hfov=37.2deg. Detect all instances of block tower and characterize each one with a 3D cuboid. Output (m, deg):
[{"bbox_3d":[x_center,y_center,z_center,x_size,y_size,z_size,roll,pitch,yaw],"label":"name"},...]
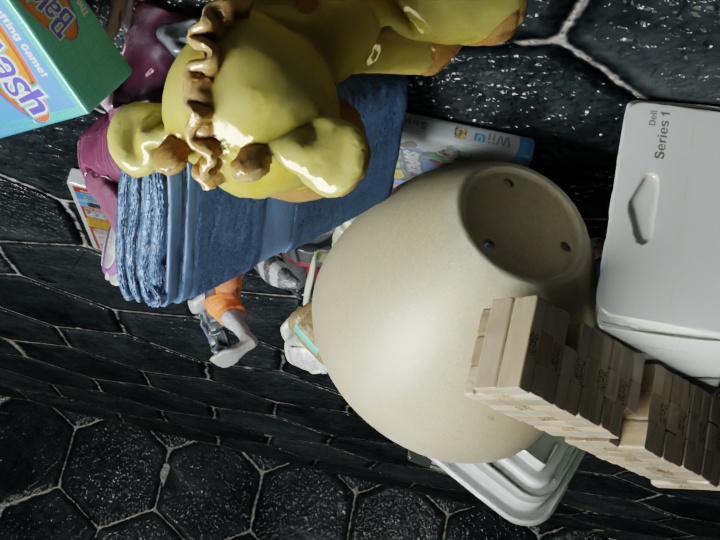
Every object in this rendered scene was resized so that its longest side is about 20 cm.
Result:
[{"bbox_3d":[0.146,0.077,0.638,0.198,0.059,0.054,29,158,-33],"label":"block tower"}]

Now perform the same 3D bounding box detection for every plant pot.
[{"bbox_3d":[0.079,0.006,0.710,0.197,0.203,0.135,16,143,-11],"label":"plant pot"}]

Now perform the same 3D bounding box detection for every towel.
[{"bbox_3d":[-0.055,-0.060,0.623,0.048,0.199,0.113,36,133,28],"label":"towel"}]

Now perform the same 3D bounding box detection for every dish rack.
[{"bbox_3d":[0.112,0.066,0.795,0.171,0.200,0.044,37,142,6],"label":"dish rack"}]

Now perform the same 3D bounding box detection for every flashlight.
[{"bbox_3d":[-0.040,-0.018,0.960,0.067,0.068,0.200,36,169,9],"label":"flashlight"}]

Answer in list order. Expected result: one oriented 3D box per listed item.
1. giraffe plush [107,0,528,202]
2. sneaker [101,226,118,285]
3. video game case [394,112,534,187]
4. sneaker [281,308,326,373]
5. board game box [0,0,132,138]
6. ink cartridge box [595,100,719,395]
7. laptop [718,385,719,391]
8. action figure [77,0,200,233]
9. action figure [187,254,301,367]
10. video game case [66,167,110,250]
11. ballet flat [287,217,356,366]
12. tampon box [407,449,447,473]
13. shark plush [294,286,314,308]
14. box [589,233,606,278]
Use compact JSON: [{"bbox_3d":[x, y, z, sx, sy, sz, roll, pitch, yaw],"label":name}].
[{"bbox_3d":[-0.029,-0.104,0.505,0.198,0.165,0.171,25,159,-35],"label":"giraffe plush"},{"bbox_3d":[-0.185,-0.017,0.981,0.098,0.076,0.200,13,178,-15],"label":"sneaker"},{"bbox_3d":[0.019,-0.081,0.790,0.196,0.018,0.143,12,162,2],"label":"video game case"},{"bbox_3d":[-0.014,0.080,1.039,0.200,0.099,0.076,35,151,60],"label":"sneaker"},{"bbox_3d":[-0.242,-0.149,0.617,0.198,0.045,0.153,-5,127,43],"label":"board game box"},{"bbox_3d":[0.203,0.002,0.700,0.083,0.149,0.200,8,162,15],"label":"ink cartridge box"},{"bbox_3d":[0.370,0.078,0.889,0.197,0.105,0.177,19,162,-21],"label":"laptop"},{"bbox_3d":[-0.152,-0.081,0.716,0.147,0.136,0.199,25,156,-32],"label":"action figure"},{"bbox_3d":[-0.104,-0.002,0.888,0.103,0.194,0.203,-17,119,-1],"label":"action figure"},{"bbox_3d":[-0.210,-0.043,1.071,0.140,0.018,0.200,14,163,-3],"label":"video game case"},{"bbox_3d":[0.000,0.000,0.824,0.072,0.201,0.068,28,132,6],"label":"ballet flat"},{"bbox_3d":[0.118,0.109,0.959,0.124,0.152,0.200,15,166,6],"label":"tampon box"},{"bbox_3d":[-0.012,0.059,0.904,0.198,0.090,0.085,14,127,46],"label":"shark plush"},{"bbox_3d":[0.203,0.025,0.953,0.135,0.038,0.199,-2,157,39],"label":"box"}]
